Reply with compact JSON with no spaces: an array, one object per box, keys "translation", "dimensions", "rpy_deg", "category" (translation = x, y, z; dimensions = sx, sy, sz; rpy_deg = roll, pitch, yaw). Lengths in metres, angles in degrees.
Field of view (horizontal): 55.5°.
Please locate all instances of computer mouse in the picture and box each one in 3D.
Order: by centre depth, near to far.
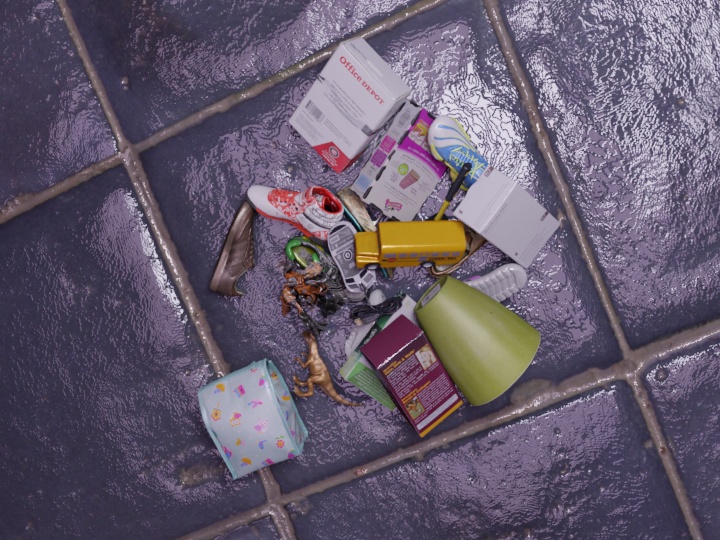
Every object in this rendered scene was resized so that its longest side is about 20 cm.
[{"translation":[0.000,0.000,1.312],"dimensions":[0.108,0.044,0.203],"rpy_deg":[-26,80,28],"category":"computer mouse"}]

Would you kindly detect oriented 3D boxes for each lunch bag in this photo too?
[{"translation":[-0.222,0.295,1.400],"dimensions":[0.168,0.122,0.203],"rpy_deg":[-23,99,10],"category":"lunch bag"}]

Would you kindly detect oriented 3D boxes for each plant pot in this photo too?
[{"translation":[0.200,0.113,1.279],"dimensions":[0.200,0.187,0.187],"rpy_deg":[44,100,-7],"category":"plant pot"}]

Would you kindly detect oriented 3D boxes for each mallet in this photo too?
[{"translation":[0.155,-0.123,1.271],"dimensions":[0.066,0.201,0.041],"rpy_deg":[-37,73,-27],"category":"mallet"}]

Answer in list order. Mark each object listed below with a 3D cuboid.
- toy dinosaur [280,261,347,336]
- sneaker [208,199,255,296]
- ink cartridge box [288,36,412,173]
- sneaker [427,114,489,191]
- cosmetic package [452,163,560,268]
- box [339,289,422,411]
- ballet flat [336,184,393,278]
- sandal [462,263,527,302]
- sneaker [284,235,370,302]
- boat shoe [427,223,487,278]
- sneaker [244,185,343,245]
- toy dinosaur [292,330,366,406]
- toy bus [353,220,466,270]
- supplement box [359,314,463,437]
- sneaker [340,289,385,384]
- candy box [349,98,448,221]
[{"translation":[-0.105,0.047,1.342],"dimensions":[0.136,0.200,0.102],"rpy_deg":[43,75,-7],"category":"toy dinosaur"},{"translation":[-0.244,-0.043,1.402],"dimensions":[0.074,0.071,0.203],"rpy_deg":[21,102,-15],"category":"sneaker"},{"translation":[-0.021,-0.309,1.284],"dimensions":[0.144,0.084,0.200],"rpy_deg":[45,129,1],"category":"ink cartridge box"},{"translation":[0.199,-0.205,1.250],"dimensions":[0.105,0.200,0.076],"rpy_deg":[34,86,38],"category":"sneaker"},{"translation":[0.271,-0.096,1.254],"dimensions":[0.114,0.199,0.081],"rpy_deg":[-55,49,10],"category":"cosmetic package"},{"translation":[0.069,0.158,1.339],"dimensions":[0.144,0.036,0.201],"rpy_deg":[38,87,-32],"category":"box"},{"translation":[0.026,-0.082,1.357],"dimensions":[0.070,0.071,0.202],"rpy_deg":[-33,91,9],"category":"ballet flat"},{"translation":[0.233,0.039,1.348],"dimensions":[0.200,0.050,0.083],"rpy_deg":[-21,118,22],"category":"sandal"},{"translation":[-0.070,0.004,1.365],"dimensions":[0.198,0.085,0.079],"rpy_deg":[30,100,2],"category":"sneaker"},{"translation":[0.207,-0.060,1.328],"dimensions":[0.075,0.074,0.201],"rpy_deg":[40,100,1],"category":"boat shoe"},{"translation":[-0.126,-0.138,1.342],"dimensions":[0.199,0.068,0.108],"rpy_deg":[30,139,-2],"category":"sneaker"},{"translation":[-0.083,0.224,1.404],"dimensions":[0.105,0.060,0.202],"rpy_deg":[-29,92,8],"category":"toy dinosaur"},{"translation":[0.088,-0.048,1.256],"dimensions":[0.196,0.079,0.066],"rpy_deg":[-2,66,-7],"category":"toy bus"},{"translation":[0.098,0.200,1.297],"dimensions":[0.110,0.086,0.202],"rpy_deg":[-36,120,-9],"category":"supplement box"},{"translation":[0.007,0.135,1.379],"dimensions":[0.079,0.076,0.204],"rpy_deg":[11,96,15],"category":"sneaker"},{"translation":[0.089,-0.199,1.300],"dimensions":[0.135,0.061,0.202],"rpy_deg":[28,100,-39],"category":"candy box"}]
